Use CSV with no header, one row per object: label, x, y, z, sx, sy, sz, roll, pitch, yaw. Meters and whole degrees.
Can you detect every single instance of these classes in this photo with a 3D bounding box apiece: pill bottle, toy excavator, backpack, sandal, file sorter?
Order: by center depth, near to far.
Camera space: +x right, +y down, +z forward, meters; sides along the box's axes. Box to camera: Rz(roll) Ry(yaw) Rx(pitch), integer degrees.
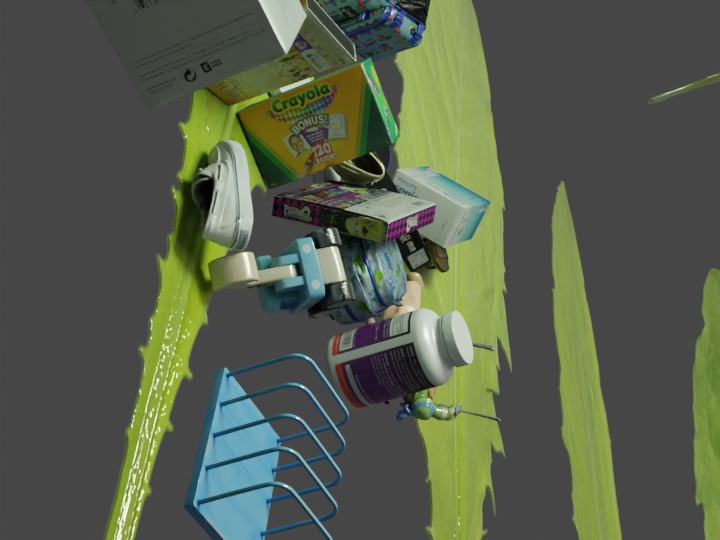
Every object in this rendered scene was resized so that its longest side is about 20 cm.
file sorter,-0.095,0.214,1.330,0.139,0.122,0.201,58,24,-35
toy excavator,-0.108,0.011,1.512,0.194,0.198,0.101,141,-65,-67
pill bottle,0.055,0.122,1.678,0.113,0.198,0.113,51,30,-44
backpack,0.000,0.000,1.751,0.200,0.153,0.165,-28,106,-57
backpack,0.006,-0.479,2.084,0.199,0.181,0.136,26,65,-44
sandal,0.135,-0.036,2.237,0.200,0.053,0.081,-59,136,-82

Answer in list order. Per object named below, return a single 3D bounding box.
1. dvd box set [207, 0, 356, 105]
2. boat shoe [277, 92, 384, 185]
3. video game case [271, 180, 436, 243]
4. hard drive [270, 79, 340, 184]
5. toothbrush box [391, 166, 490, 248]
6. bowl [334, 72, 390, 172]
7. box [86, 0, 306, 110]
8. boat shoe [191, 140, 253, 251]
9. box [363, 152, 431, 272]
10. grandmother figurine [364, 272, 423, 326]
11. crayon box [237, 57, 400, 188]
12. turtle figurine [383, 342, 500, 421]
dvd box set,-0.124,-0.286,1.544,0.146,0.198,0.030,36,43,-57
boat shoe,-0.048,-0.200,1.779,0.200,0.063,0.073,41,70,-22
video game case,-0.006,-0.089,1.714,0.200,0.180,0.036,-26,127,-65
hard drive,-0.081,-0.231,1.860,0.201,0.026,0.132,63,22,-22
toothbrush box,0.136,-0.119,2.144,0.146,0.086,0.200,30,14,13
bowl,-0.002,-0.253,2.065,0.201,0.039,0.202,51,30,-44
box,-0.199,-0.329,1.388,0.201,0.197,0.131,62,24,-26
boat shoe,-0.176,-0.102,1.449,0.065,0.074,0.201,11,31,-21
box,0.043,-0.110,1.941,0.161,0.043,0.200,62,1,35
grandmother figurine,0.063,0.089,1.856,0.201,0.120,0.061,-79,159,-44
crayon box,-0.057,-0.205,1.652,0.120,0.198,0.058,67,20,-12
turtle figurine,0.134,0.161,1.886,0.144,0.199,0.195,52,12,-35
